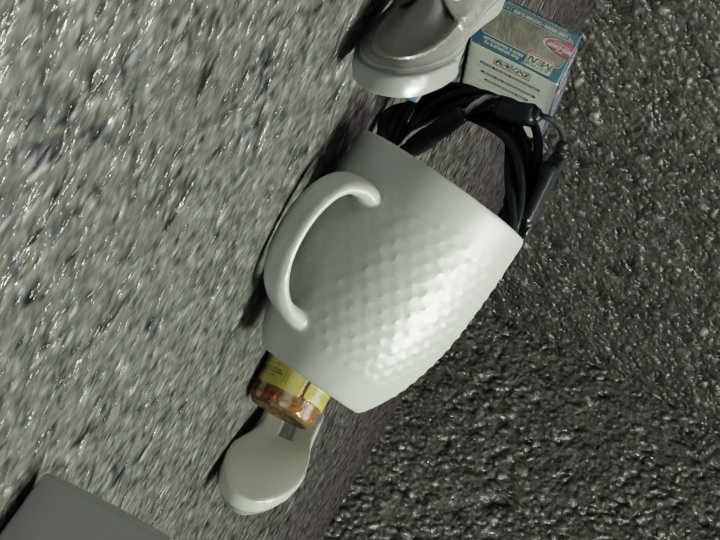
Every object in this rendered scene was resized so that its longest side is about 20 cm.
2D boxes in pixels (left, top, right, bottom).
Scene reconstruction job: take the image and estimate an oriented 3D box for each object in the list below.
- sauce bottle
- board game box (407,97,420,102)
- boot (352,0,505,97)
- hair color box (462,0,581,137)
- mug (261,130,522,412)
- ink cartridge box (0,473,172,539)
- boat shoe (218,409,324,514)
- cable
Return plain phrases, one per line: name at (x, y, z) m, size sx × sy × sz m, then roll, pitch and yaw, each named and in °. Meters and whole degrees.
sauce bottle at (-0.022, 0.036, 1.816) m, size 0.200 × 0.066 × 0.066 m, roll -60°, pitch 174°, yaw -13°
board game box at (0.085, -0.244, 1.607) m, size 0.151 × 0.037 × 0.200 m, roll -57°, pitch 173°, yaw -51°
boot at (0.050, -0.196, 1.432) m, size 0.200 × 0.073 × 0.096 m, roll -55°, pitch 155°, yaw -53°
hair color box at (0.161, -0.205, 2.177) m, size 0.061 × 0.100 × 0.200 m, roll -62°, pitch 175°, yaw -11°
mug at (0.000, 0.000, 1.561) m, size 0.175 × 0.148 × 0.200 m, roll -55°, pitch 144°, yaw -1°
ink cartridge box at (-0.182, 0.229, 1.141) m, size 0.146 × 0.084 × 0.200 m, roll -57°, pitch 173°, yaw -42°
boat shoe at (-0.088, 0.174, 1.912) m, size 0.200 × 0.072 × 0.069 m, roll -72°, pitch -173°, yaw -65°
cable at (0.063, -0.057, 1.690) m, size 0.200 × 0.163 × 0.051 m, roll -63°, pitch 156°, yaw -8°
